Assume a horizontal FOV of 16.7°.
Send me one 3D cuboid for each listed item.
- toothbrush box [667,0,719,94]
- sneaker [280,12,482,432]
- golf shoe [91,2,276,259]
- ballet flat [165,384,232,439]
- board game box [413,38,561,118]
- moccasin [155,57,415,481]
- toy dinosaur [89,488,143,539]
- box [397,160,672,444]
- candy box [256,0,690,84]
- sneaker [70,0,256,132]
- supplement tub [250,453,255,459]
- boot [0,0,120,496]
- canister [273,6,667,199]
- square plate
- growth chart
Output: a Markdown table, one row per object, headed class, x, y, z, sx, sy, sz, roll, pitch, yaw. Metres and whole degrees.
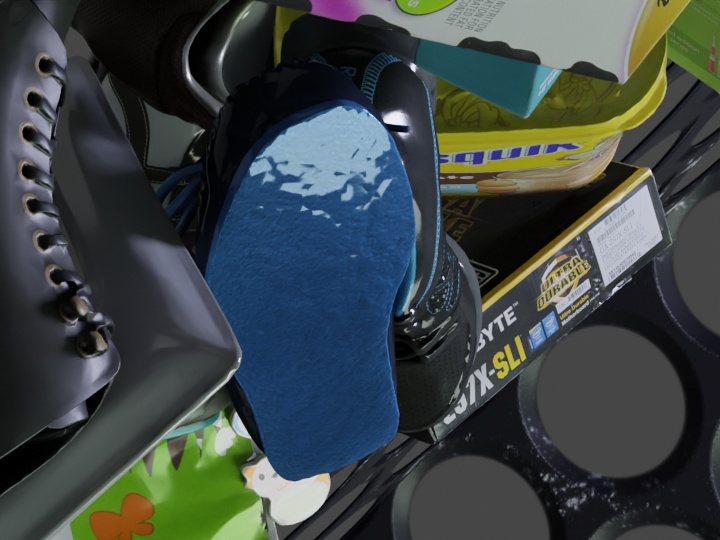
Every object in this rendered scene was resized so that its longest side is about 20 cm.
| class | x | y | z | sx | sy | sz | roll | pitch | yaw |
| --- | --- | --- | --- | --- | --- | --- | --- | --- | --- |
| toothbrush box | 0.189 | -0.138 | 0.953 | 0.086 | 0.146 | 0.200 | -44 | 155 | -19 |
| sneaker | 0.000 | 0.000 | 0.893 | 0.200 | 0.073 | 0.082 | 76 | 15 | -45 |
| golf shoe | -0.058 | -0.039 | 0.891 | 0.078 | 0.095 | 0.200 | -35 | 167 | -35 |
| ballet flat | -0.135 | 0.043 | 0.811 | 0.200 | 0.067 | 0.064 | -19 | 119 | -22 |
| board game box | 0.085 | -0.169 | 0.789 | 0.151 | 0.047 | 0.200 | -53 | 163 | -34 |
| moccasin | -0.029 | -0.004 | 0.774 | 0.080 | 0.068 | 0.200 | -17 | 148 | -14 |
| toy dinosaur | -0.132 | 0.081 | 0.984 | 0.135 | 0.086 | 0.200 | -18 | 174 | -2 |
| box | 0.019 | -0.005 | 1.142 | 0.160 | 0.049 | 0.200 | -40 | -146 | -25 |
| candy box | 0.026 | -0.129 | 0.630 | 0.200 | 0.061 | 0.136 | 7 | 132 | -40 |
| sneaker | -0.007 | -0.128 | 0.746 | 0.200 | 0.076 | 0.070 | -46 | 170 | 21 |
| supplement tub | -0.125 | 0.096 | 1.137 | 0.123 | 0.123 | 0.200 | -33 | 166 | -47 |
| boot | -0.086 | -0.030 | 0.655 | 0.200 | 0.138 | 0.077 | -44 | 169 | -7 |
| canister | 0.044 | -0.081 | 1.003 | 0.148 | 0.087 | 0.200 | -2 | 174 | 2 |
| square plate | -0.141 | 0.035 | 0.732 | 0.200 | 0.028 | 0.198 | -41 | -144 | 6 |
| growth chart | -0.094 | 0.058 | 0.889 | 0.145 | 0.200 | 0.018 | -22 | -147 | -1 |
